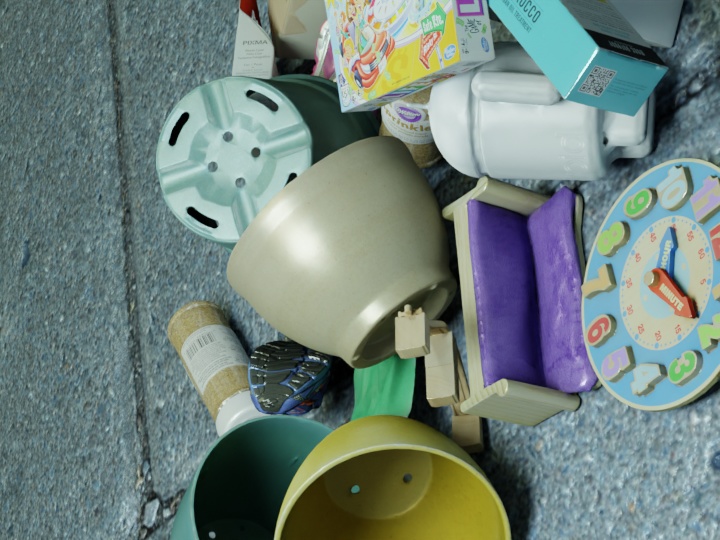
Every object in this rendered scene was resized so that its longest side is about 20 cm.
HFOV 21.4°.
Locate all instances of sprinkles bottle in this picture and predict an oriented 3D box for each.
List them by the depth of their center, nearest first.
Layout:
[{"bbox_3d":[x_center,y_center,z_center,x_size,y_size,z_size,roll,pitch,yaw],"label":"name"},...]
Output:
[{"bbox_3d":[0.054,-0.166,1.713,0.200,0.068,0.069,93,175,-65],"label":"sprinkles bottle"},{"bbox_3d":[-0.142,0.111,2.000,0.069,0.068,0.200,-61,35,21],"label":"sprinkles bottle"}]

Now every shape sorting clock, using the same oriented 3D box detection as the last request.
[{"bbox_3d":[0.238,0.010,1.494,0.199,0.039,0.202,-26,57,47],"label":"shape sorting clock"}]

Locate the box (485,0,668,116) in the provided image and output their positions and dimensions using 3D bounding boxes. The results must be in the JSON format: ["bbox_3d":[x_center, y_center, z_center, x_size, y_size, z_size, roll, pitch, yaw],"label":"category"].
[{"bbox_3d":[0.148,-0.204,1.475,0.049,0.082,0.200,-56,46,27],"label":"box"}]

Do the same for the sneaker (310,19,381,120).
[{"bbox_3d":[-0.006,-0.187,1.911,0.088,0.081,0.201,28,89,24],"label":"sneaker"}]

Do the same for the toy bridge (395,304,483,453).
[{"bbox_3d":[0.067,0.081,1.605,0.027,0.200,0.068,-10,56,14],"label":"toy bridge"}]

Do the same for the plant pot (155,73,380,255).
[{"bbox_3d":[-0.089,-0.096,1.771,0.199,0.196,0.202,-1,87,15],"label":"plant pot"}]

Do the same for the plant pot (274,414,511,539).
[{"bbox_3d":[0.020,0.204,1.638,0.201,0.199,0.142,-63,16,19],"label":"plant pot"}]

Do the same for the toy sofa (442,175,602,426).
[{"bbox_3d":[0.135,0.022,1.608,0.097,0.082,0.201,-33,52,46],"label":"toy sofa"}]

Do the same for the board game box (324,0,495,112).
[{"bbox_3d":[0.034,-0.214,1.549,0.200,0.034,0.136,-16,82,61],"label":"board game box"}]

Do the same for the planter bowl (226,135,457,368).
[{"bbox_3d":[0.000,0.000,1.677,0.135,0.200,0.200,52,125,19],"label":"planter bowl"}]

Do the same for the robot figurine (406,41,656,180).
[{"bbox_3d":[0.142,-0.132,1.578,0.198,0.170,0.114,2,76,18],"label":"robot figurine"}]

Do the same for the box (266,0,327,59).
[{"bbox_3d":[-0.039,-0.310,1.933,0.200,0.077,0.096,110,155,-54],"label":"box"}]

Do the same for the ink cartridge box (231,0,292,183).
[{"bbox_3d":[-0.097,-0.195,2.002,0.161,0.047,0.201,80,-168,-52],"label":"ink cartridge box"}]

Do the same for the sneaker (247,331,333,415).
[{"bbox_3d":[-0.059,0.106,1.826,0.200,0.075,0.079,-43,-42,-72],"label":"sneaker"}]

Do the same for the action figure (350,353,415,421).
[{"bbox_3d":[0.034,0.058,1.772,0.118,0.054,0.202,-23,53,52],"label":"action figure"}]

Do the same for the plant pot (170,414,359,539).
[{"bbox_3d":[-0.086,0.258,1.757,0.161,0.199,0.202,128,142,-53],"label":"plant pot"}]

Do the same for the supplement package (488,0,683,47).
[{"bbox_3d":[0.175,-0.264,1.625,0.200,0.117,0.118,20,96,57],"label":"supplement package"}]
